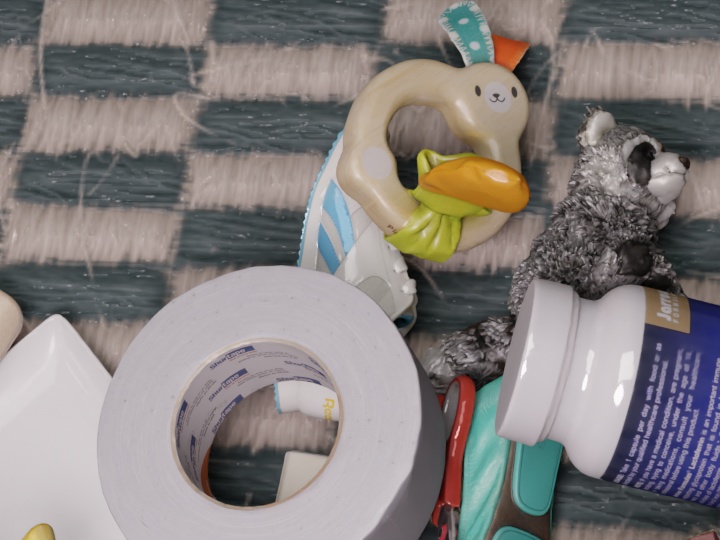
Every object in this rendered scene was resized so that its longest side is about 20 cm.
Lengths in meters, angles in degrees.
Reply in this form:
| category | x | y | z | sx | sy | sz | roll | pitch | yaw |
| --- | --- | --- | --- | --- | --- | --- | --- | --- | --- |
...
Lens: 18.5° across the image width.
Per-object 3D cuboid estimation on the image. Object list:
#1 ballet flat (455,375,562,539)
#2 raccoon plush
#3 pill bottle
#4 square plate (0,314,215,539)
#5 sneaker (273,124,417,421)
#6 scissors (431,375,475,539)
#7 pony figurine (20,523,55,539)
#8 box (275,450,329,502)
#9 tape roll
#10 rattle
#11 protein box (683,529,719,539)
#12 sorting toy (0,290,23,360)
| category | x | y | z | sx | sy | sz | roll | pitch | yaw |
| --- | --- | --- | --- | --- | --- | --- | --- | --- | --- |
| ballet flat | 0.081 | 0.156 | 1.326 | 0.070 | 0.067 | 0.202 | -18 | 54 | 46 |
| raccoon plush | 0.116 | -0.019 | 1.380 | 0.198 | 0.097 | 0.135 | -16 | 56 | 5 |
| pill bottle | 0.184 | 0.074 | 1.277 | 0.198 | 0.116 | 0.117 | 14 | 69 | -2 |
| square plate | -0.211 | 0.159 | 1.403 | 0.200 | 0.028 | 0.198 | -40 | 64 | -7 |
| sneaker | 0.000 | 0.000 | 1.408 | 0.080 | 0.077 | 0.202 | 9 | 75 | 7 |
| scissors | 0.050 | 0.151 | 1.309 | 0.014 | 0.073 | 0.201 | 15 | 51 | -16 |
| pony figurine | -0.167 | 0.274 | 1.262 | 0.200 | 0.166 | 0.194 | 39 | 94 | 37 |
| box | -0.023 | 0.215 | 1.314 | 0.081 | 0.068 | 0.201 | 8 | 68 | 16 |
| tape roll | -0.052 | 0.101 | 1.298 | 0.199 | 0.066 | 0.202 | -7 | 64 | 14 |
| rattle | 0.079 | -0.111 | 1.376 | 0.130 | 0.143 | 0.200 | 37 | 59 | 5 |
| protein box | 0.129 | 0.261 | 1.186 | 0.197 | 0.200 | 0.136 | -20 | 63 | 3 |
| sorting toy | -0.344 | 0.063 | 1.453 | 0.199 | 0.037 | 0.186 | 22 | 71 | 31 |
